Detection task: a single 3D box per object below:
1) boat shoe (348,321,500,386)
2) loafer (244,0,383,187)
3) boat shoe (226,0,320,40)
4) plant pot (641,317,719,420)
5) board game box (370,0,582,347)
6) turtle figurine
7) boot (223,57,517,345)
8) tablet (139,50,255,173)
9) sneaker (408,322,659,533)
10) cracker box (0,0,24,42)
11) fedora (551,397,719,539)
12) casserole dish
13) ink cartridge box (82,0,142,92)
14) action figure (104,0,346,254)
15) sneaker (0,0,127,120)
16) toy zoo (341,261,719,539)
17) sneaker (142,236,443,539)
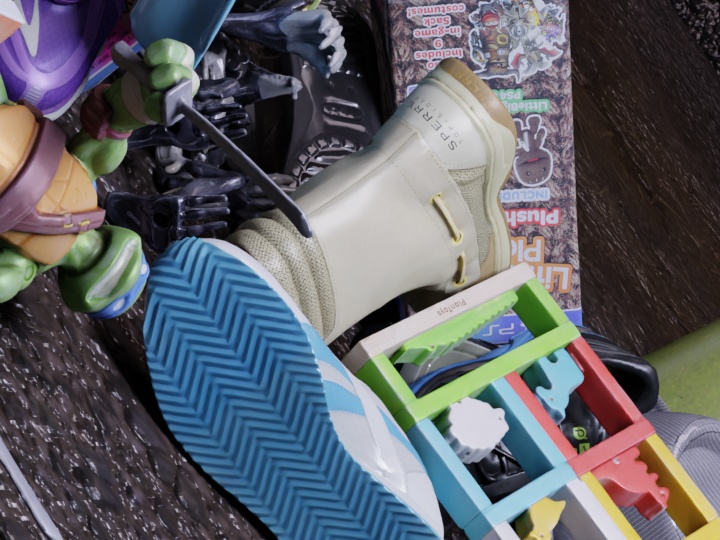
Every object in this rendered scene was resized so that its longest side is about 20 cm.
[{"bbox_3d":[0.058,0.073,1.536,0.066,0.075,0.199,22,0,36],"label":"boat shoe"},{"bbox_3d":[-0.023,-0.049,1.517,0.073,0.071,0.200,17,54,-23],"label":"loafer"},{"bbox_3d":[-0.051,-0.154,1.487,0.061,0.072,0.201,46,-19,-17],"label":"boat shoe"},{"bbox_3d":[0.230,0.109,1.746,0.200,0.184,0.200,50,16,-19],"label":"plant pot"},{"bbox_3d":[0.062,-0.075,1.590,0.159,0.097,0.200,-103,-172,-72],"label":"board game box"},{"bbox_3d":[-0.132,-0.044,1.069,0.194,0.144,0.200,43,15,-24],"label":"turtle figurine"},{"bbox_3d":[0.000,0.000,1.378,0.073,0.155,0.200,44,-21,18],"label":"boot"},{"bbox_3d":[-0.054,-0.069,1.601,0.200,0.014,0.130,52,16,-9],"label":"tablet"},{"bbox_3d":[0.080,0.080,1.439,0.199,0.083,0.071,-29,122,-44],"label":"sneaker"},{"bbox_3d":[-0.236,-0.181,1.209,0.200,0.058,0.134,61,17,21],"label":"cracker box"},{"bbox_3d":[0.178,0.148,1.548,0.200,0.090,0.177,58,43,-28],"label":"fedora"},{"bbox_3d":[-0.064,-0.164,1.318,0.039,0.121,0.200,28,26,-8],"label":"casserole dish"},{"bbox_3d":[-0.172,-0.198,1.411,0.200,0.076,0.137,48,16,-16],"label":"ink cartridge box"},{"bbox_3d":[-0.062,-0.072,1.397,0.200,0.102,0.119,-67,163,-68],"label":"action figure"},{"bbox_3d":[-0.123,-0.165,1.305,0.081,0.200,0.083,27,-15,-22],"label":"sneaker"},{"bbox_3d":[0.094,0.097,1.359,0.131,0.020,0.200,-25,73,-45],"label":"toy zoo"},{"bbox_3d":[-0.034,0.063,1.276,0.200,0.076,0.081,56,9,-24],"label":"sneaker"}]
